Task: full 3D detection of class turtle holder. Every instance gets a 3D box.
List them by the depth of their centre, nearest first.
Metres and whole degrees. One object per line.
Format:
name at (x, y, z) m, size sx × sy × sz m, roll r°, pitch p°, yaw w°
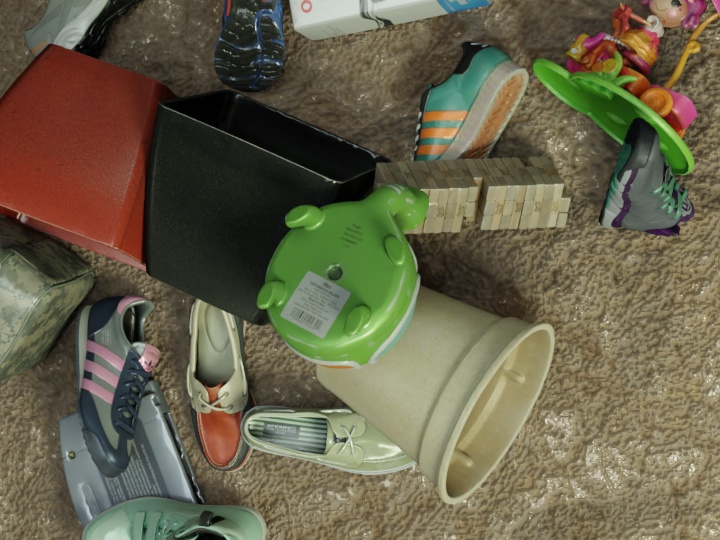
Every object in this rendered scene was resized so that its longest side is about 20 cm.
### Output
turtle holder at (-0.011, 0.004, 1.581) m, size 0.140 × 0.132 × 0.187 m, roll -3°, pitch 66°, yaw 15°

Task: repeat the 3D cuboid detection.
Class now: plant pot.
plant pot at (0.064, 0.099, 1.684) m, size 0.183 × 0.200 × 0.201 m, roll 30°, pitch 96°, yaw 22°
plant pot at (-0.111, -0.059, 1.714) m, size 0.199 × 0.199 × 0.178 m, roll 25°, pitch 105°, yaw 11°
plant pot at (-0.277, -0.119, 1.749) m, size 0.199 × 0.200 × 0.177 m, roll 20°, pitch 85°, yaw 11°

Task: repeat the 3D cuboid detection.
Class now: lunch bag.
lunch bag at (-0.391, 0.015, 1.765) m, size 0.167 × 0.200 × 0.140 m, roll 36°, pitch 100°, yaw 3°

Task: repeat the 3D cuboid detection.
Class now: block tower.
block tower at (0.106, -0.075, 1.680) m, size 0.199 × 0.058 × 0.054 m, roll -4°, pitch 126°, yaw -16°

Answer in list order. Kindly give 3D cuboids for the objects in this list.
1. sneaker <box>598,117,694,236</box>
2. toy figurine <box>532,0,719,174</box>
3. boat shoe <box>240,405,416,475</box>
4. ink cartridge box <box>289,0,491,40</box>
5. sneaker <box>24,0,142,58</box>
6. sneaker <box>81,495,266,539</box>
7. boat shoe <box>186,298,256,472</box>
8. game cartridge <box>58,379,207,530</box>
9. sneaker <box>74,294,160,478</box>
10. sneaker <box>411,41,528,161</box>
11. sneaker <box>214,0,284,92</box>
sneaker at (0.286, -0.086, 1.625) m, size 0.087 × 0.200 × 0.075 m, roll 17°, pitch 76°, yaw 6°
toy figurine at (0.299, -0.223, 1.672) m, size 0.200 × 0.150 × 0.184 m, roll 34°, pitch 83°, yaw 34°
boat shoe at (-0.026, 0.175, 1.744) m, size 0.199 × 0.062 × 0.072 m, roll 3°, pitch 90°, yaw 2°
ink cartridge box at (0.022, -0.328, 1.733) m, size 0.199 × 0.084 × 0.146 m, roll -10°, pitch 88°, yaw 12°
sneaker at (-0.285, -0.297, 1.806) m, size 0.079 × 0.074 × 0.200 m, roll 44°, pitch 99°, yaw 14°
sneaker at (-0.207, 0.274, 1.729) m, size 0.199 × 0.118 × 0.074 m, roll -6°, pitch 91°, yaw 13°
boat shoe at (-0.149, 0.114, 1.781) m, size 0.071 × 0.063 × 0.201 m, roll -1°, pitch 91°, yaw 10°
game cartridge at (-0.242, 0.233, 1.814) m, size 0.133 × 0.042 × 0.201 m, roll -23°, pitch 85°, yaw 15°
sneaker at (-0.248, 0.114, 1.764) m, size 0.082 × 0.070 × 0.201 m, roll -18°, pitch 62°, yaw 17°
sneaker at (0.089, -0.141, 1.733) m, size 0.080 × 0.071 × 0.200 m, roll 41°, pitch 104°, yaw 29°
sneaker at (-0.107, -0.273, 1.745) m, size 0.075 × 0.079 × 0.201 m, roll 10°, pitch 127°, yaw -1°
